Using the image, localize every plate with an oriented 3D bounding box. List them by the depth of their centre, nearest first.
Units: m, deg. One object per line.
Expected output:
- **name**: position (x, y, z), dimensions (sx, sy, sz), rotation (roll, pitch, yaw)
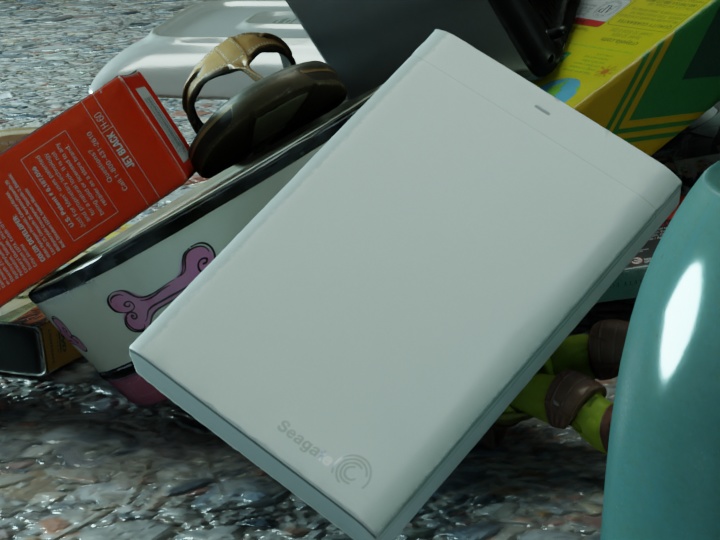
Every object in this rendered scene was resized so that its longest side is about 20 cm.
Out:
- **plate**: position (-0.039, -0.133, 1.139), dimensions (0.198, 0.033, 0.200), rotation (2, 16, 9)

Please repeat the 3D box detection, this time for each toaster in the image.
- **toaster**: position (0.038, -0.192, 0.987), dimensions (0.118, 0.201, 0.182), rotation (-16, 36, 30)

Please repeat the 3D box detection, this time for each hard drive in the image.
- **hard drive**: position (0.020, 0.002, 0.795), dimensions (0.131, 0.026, 0.200), rotation (34, 67, 22)

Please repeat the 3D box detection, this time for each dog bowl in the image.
- **dog bowl**: position (-0.054, -0.009, 0.920), dimensions (0.199, 0.074, 0.200), rotation (-29, 6, 3)

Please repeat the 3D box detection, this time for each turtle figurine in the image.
- **turtle figurine**: position (0.061, 0.047, 0.835), dimensions (0.160, 0.065, 0.200), rotation (6, 25, 35)

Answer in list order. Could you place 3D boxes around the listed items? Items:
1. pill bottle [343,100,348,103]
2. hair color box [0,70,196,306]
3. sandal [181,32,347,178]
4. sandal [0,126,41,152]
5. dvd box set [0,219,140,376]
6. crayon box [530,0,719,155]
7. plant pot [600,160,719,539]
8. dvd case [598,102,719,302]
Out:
- **pill bottle**: position (-0.006, -0.076, 1.204), dimensions (0.113, 0.115, 0.200), rotation (1, 16, 12)
- **hair color box**: position (-0.176, -0.016, 0.927), dimensions (0.199, 0.061, 0.102), rotation (-34, 6, 2)
- **sandal**: position (-0.052, -0.088, 0.947), dimensions (0.081, 0.055, 0.200), rotation (-30, 6, 4)
- **sandal**: position (-0.230, -0.018, 1.038), dimensions (0.210, 0.078, 0.070), rotation (-7, 33, 21)
- **dvd box set**: position (-0.176, 0.009, 1.083), dimensions (0.145, 0.030, 0.200), rotation (5, 18, 27)
- **crayon box**: position (0.106, -0.090, 0.990), dimensions (0.199, 0.051, 0.127), rotation (-37, 27, -18)
- **plant pot**: position (0.174, 0.046, 0.636), dimensions (0.198, 0.163, 0.201), rotation (-2, 16, 1)
- **dvd case**: position (0.147, -0.052, 1.018), dimensions (0.144, 0.022, 0.201), rotation (-8, 35, 1)
